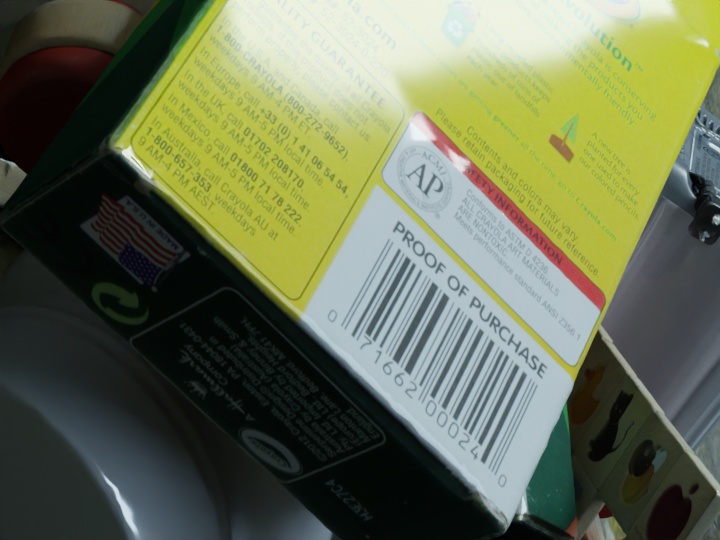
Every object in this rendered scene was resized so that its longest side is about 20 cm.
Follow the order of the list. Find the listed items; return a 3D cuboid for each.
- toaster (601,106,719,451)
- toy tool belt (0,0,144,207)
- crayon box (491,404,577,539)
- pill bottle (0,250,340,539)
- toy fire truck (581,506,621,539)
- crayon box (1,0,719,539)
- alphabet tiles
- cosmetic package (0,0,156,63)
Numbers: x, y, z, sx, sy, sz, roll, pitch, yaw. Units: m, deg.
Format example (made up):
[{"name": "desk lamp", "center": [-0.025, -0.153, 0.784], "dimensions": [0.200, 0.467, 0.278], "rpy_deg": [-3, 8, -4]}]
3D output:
[{"name": "toaster", "center": [0.137, 0.004, 1.029], "dimensions": [0.113, 0.129, 0.200], "rpy_deg": [31, 19, -2]}, {"name": "toy tool belt", "center": [-0.110, -0.123, 0.585], "dimensions": [0.200, 0.125, 0.123], "rpy_deg": [44, 37, -29]}, {"name": "crayon box", "center": [0.000, 0.000, 0.775], "dimensions": [0.051, 0.127, 0.201], "rpy_deg": [33, 51, -59]}, {"name": "pill bottle", "center": [-0.030, 0.022, 0.628], "dimensions": [0.200, 0.114, 0.114], "rpy_deg": [-36, 113, -44]}, {"name": "toy fire truck", "center": [0.091, 0.111, 1.023], "dimensions": [0.200, 0.049, 0.141], "rpy_deg": [41, 43, -53]}, {"name": "crayon box", "center": [0.015, -0.043, 0.570], "dimensions": [0.127, 0.051, 0.200], "rpy_deg": [45, 49, -17]}, {"name": "alphabet tiles", "center": [0.047, 0.103, 0.786], "dimensions": [0.008, 0.167, 0.200], "rpy_deg": [29, 12, -17]}, {"name": "cosmetic package", "center": [-0.078, -0.149, 0.720], "dimensions": [0.103, 0.087, 0.201], "rpy_deg": [33, 51, -57]}]
